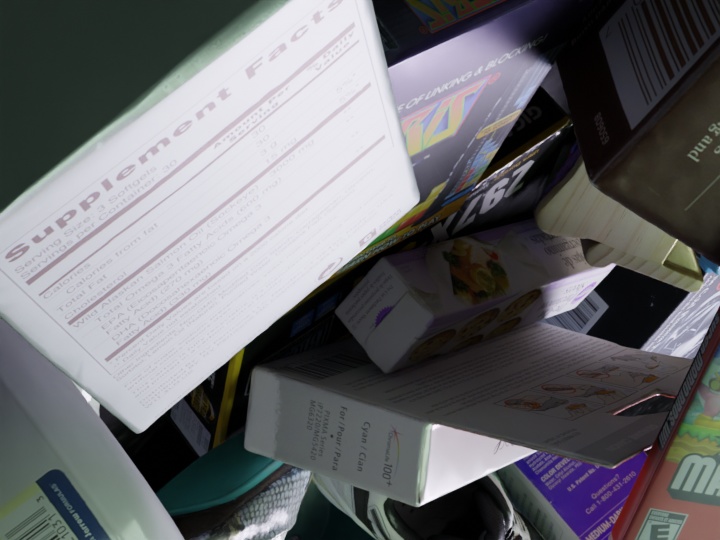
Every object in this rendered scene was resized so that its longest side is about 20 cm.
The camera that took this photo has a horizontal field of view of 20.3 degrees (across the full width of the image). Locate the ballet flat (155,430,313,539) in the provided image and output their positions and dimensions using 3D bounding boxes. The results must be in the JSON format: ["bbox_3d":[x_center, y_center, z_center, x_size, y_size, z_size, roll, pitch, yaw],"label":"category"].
[{"bbox_3d":[-0.078,0.130,0.888,0.072,0.072,0.200,-51,168,35],"label":"ballet flat"}]

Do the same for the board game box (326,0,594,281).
[{"bbox_3d":[-0.012,-0.054,0.773,0.200,0.057,0.165,-29,162,-37],"label":"board game box"}]

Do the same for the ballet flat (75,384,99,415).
[{"bbox_3d":[-0.153,0.099,0.843,0.200,0.069,0.069,-49,162,27],"label":"ballet flat"}]

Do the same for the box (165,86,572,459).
[{"bbox_3d":[0.000,0.000,0.966,0.200,0.049,0.160,-34,161,-22],"label":"box"}]

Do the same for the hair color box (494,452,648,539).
[{"bbox_3d":[0.088,0.082,1.107,0.065,0.200,0.109,-39,165,-10],"label":"hair color box"}]

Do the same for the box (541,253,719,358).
[{"bbox_3d":[0.187,-0.009,1.273,0.182,0.104,0.200,-28,161,-41],"label":"box"}]

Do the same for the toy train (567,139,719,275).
[{"bbox_3d":[0.220,-0.075,1.145,0.200,0.116,0.085,-26,159,-42],"label":"toy train"}]

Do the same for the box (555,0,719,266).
[{"bbox_3d":[0.204,-0.087,0.817,0.166,0.200,0.164,-48,-154,25],"label":"box"}]

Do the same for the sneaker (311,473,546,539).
[{"bbox_3d":[0.051,0.140,1.029,0.200,0.088,0.076,43,80,-33],"label":"sneaker"}]

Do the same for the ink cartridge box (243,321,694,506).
[{"bbox_3d":[0.074,0.066,0.925,0.200,0.176,0.045,-15,115,-58],"label":"ink cartridge box"}]

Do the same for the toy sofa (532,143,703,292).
[{"bbox_3d":[0.159,-0.096,0.958,0.083,0.098,0.200,-95,-152,-55],"label":"toy sofa"}]

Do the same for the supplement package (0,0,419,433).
[{"bbox_3d":[-0.069,-0.052,0.530,0.117,0.117,0.200,-39,164,-5],"label":"supplement package"}]

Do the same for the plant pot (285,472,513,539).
[{"bbox_3d":[-0.030,0.159,1.120,0.200,0.200,0.135,-36,-152,-16],"label":"plant pot"}]

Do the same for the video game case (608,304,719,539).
[{"bbox_3d":[0.199,0.054,0.806,0.017,0.143,0.200,-95,-161,-54],"label":"video game case"}]

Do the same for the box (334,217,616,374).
[{"bbox_3d":[0.060,0.007,0.961,0.041,0.039,0.200,-47,163,27],"label":"box"}]

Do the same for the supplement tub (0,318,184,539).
[{"bbox_3d":[-0.172,0.113,0.689,0.200,0.145,0.145,-37,164,-12],"label":"supplement tub"}]
